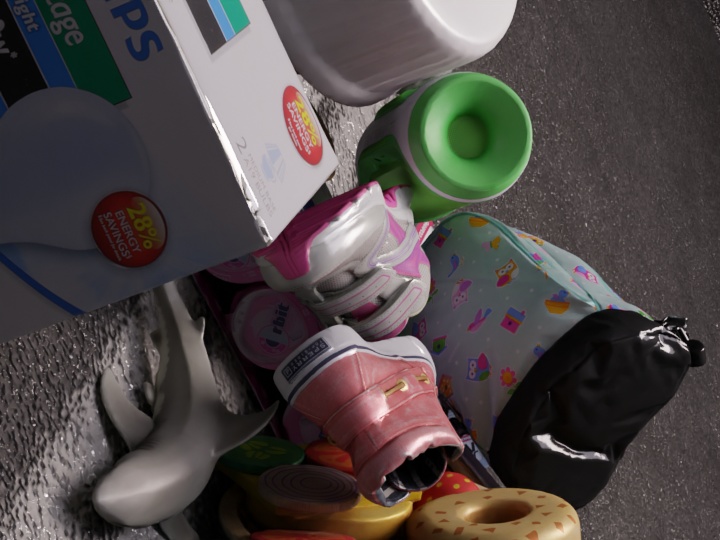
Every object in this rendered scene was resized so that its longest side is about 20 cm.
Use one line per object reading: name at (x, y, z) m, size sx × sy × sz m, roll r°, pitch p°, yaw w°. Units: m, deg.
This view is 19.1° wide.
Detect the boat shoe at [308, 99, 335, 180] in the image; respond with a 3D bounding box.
boat shoe at (-0.100, -0.106, 1.298) m, size 0.200 × 0.066 × 0.074 m, roll 36°, pitch 35°, yaw -29°

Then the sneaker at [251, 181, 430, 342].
sneaker at (0.000, 0.000, 1.289) m, size 0.088 × 0.081 × 0.200 m, roll 69°, pitch 20°, yaw 3°

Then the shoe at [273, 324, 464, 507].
shoe at (0.018, 0.090, 1.244) m, size 0.091 × 0.071 × 0.200 m, roll 53°, pitch 9°, yaw 16°

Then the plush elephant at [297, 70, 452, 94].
plush elephant at (-0.027, -0.205, 1.475) m, size 0.200 × 0.164 × 0.155 m, roll 61°, pitch -23°, yaw 18°

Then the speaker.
speaker at (0.052, -0.079, 1.419) m, size 0.200 × 0.088 × 0.089 m, roll 164°, pitch -94°, yaw -78°

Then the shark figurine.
shark figurine at (-0.089, 0.065, 1.203) m, size 0.128 × 0.089 × 0.215 m, roll 51°, pitch 30°, yaw -44°

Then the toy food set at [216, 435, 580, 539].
toy food set at (0.012, 0.143, 1.252) m, size 0.197 × 0.200 × 0.049 m, roll -3°, pitch 109°, yaw -30°

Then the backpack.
backpack at (0.114, 0.048, 1.450) m, size 0.127 × 0.167 × 0.200 m, roll 36°, pitch 9°, yaw -39°

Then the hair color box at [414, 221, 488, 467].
hair color box at (0.044, 0.045, 1.584) m, size 0.200 × 0.060 × 0.099 m, roll 65°, pitch 21°, yaw -15°

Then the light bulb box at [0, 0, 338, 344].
light bulb box at (-0.149, -0.084, 1.024) m, size 0.199 × 0.200 × 0.125 m, roll 65°, pitch 21°, yaw -13°

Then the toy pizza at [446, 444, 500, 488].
toy pizza at (0.086, 0.194, 1.486) m, size 0.200 × 0.032 × 0.200 m, roll 55°, pitch -12°, yaw 17°

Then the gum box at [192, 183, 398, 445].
gum box at (-0.040, 0.022, 1.384) m, size 0.200 × 0.066 × 0.114 m, roll 64°, pitch 21°, yaw -16°

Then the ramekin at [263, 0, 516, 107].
ramekin at (0.017, -0.209, 1.324) m, size 0.200 × 0.097 × 0.201 m, roll 27°, pitch 56°, yaw -51°
